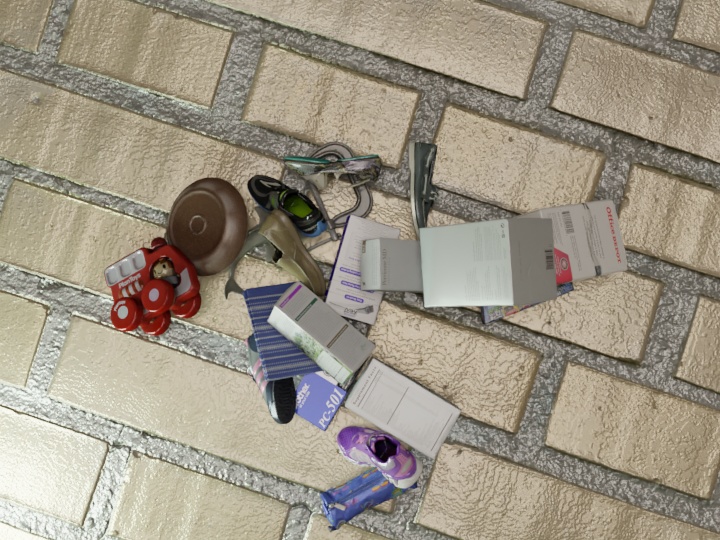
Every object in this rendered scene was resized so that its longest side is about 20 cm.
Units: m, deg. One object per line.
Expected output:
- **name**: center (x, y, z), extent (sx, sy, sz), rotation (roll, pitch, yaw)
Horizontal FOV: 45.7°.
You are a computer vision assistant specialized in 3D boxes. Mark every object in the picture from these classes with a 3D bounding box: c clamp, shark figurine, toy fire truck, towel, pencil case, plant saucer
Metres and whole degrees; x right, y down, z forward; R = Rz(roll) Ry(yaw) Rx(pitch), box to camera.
- **c clamp**: center (-0.066, -0.157, 1.747), extent (0.170, 0.027, 0.201), rotation (-18, 87, 0)
- **shark figurine**: center (-0.219, -0.049, 1.714), extent (0.214, 0.090, 0.128), rotation (-43, 83, -1)
- **toy fire truck**: center (-0.415, 0.027, 1.692), extent (0.199, 0.112, 0.169), rotation (-28, 70, 20)
- **towel**: center (-0.144, 0.116, 1.686), extent (0.144, 0.024, 0.201), rotation (-8, 66, -22)
- **pencil case**: center (0.014, 0.433, 1.679), extent (0.199, 0.087, 0.078), rotation (-27, 69, -2)
- **plant saucer**: center (-0.316, -0.090, 1.704), extent (0.199, 0.037, 0.202), rotation (-2, 85, 27)

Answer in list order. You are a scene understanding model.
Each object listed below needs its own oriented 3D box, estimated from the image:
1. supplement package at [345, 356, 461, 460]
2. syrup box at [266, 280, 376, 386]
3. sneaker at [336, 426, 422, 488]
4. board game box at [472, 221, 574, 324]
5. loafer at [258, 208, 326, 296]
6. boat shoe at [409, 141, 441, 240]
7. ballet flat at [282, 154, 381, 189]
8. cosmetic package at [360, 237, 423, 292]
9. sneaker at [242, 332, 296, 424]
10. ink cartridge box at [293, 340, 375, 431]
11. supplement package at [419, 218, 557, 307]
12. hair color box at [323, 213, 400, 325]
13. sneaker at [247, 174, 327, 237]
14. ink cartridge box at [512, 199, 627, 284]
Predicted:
- **supplement package**: center (0.081, 0.265, 1.674), extent (0.199, 0.110, 0.114), rotation (31, 86, 2)
- **syrup box**: center (-0.077, 0.121, 1.646), extent (0.200, 0.079, 0.081), rotation (41, 58, 5)
- **sneaker**: center (0.027, 0.339, 1.642), extent (0.200, 0.089, 0.081), rotation (18, 62, 42)
- **board game box**: center (0.304, -0.020, 1.713), extent (0.199, 0.062, 0.201), rotation (-21, 87, 0)
- **loafer**: center (-0.136, -0.025, 1.683), extent (0.067, 0.076, 0.201), rotation (-34, 107, -13)
- **boat shoe**: center (0.131, -0.162, 1.721), extent (0.061, 0.073, 0.201), rotation (-3, 81, 5)
- **ballet flat**: center (-0.056, -0.196, 1.709), extent (0.199, 0.072, 0.072), rotation (-2, 86, -4)
- **cosmetic package**: center (0.101, -0.007, 1.667), extent (0.199, 0.074, 0.102), rotation (2, 86, -33)
- **sneaker**: center (-0.183, 0.214, 1.696), extent (0.082, 0.070, 0.201), rotation (-26, 65, 31)
- **ink cartridge box**: center (-0.058, 0.211, 1.715), extent (0.094, 0.044, 0.201), rotation (31, 88, 5)
- **supplement package**: center (0.235, -0.013, 1.577), extent (0.199, 0.150, 0.153), rotation (-4, 90, 44)
- **hair color box**: center (0.000, 0.000, 1.710), extent (0.109, 0.065, 0.201), rotation (17, 85, -8)
- **sneaker**: center (-0.146, -0.143, 1.701), extent (0.199, 0.083, 0.071), rotation (35, 67, 27)
- **ink cartridge box**: center (0.409, -0.052, 1.659), extent (0.199, 0.084, 0.146), rotation (-9, 86, -31)
